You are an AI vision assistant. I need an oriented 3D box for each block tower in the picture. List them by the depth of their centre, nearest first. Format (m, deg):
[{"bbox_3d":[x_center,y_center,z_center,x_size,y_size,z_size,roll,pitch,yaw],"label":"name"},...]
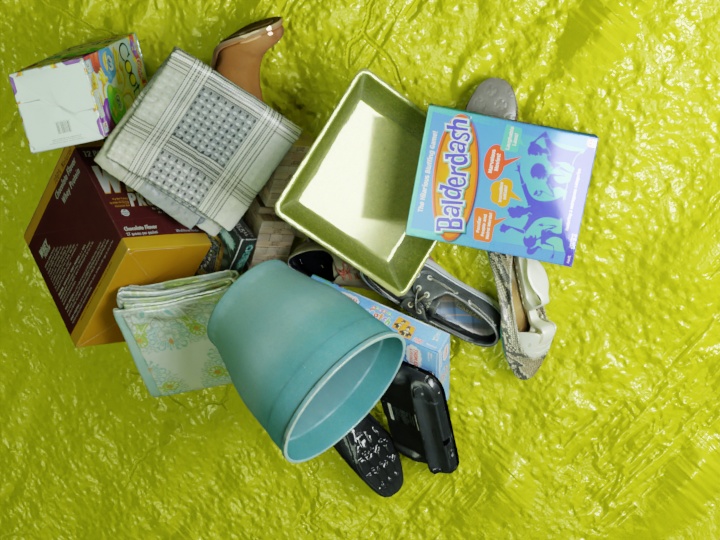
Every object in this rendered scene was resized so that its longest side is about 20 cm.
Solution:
[{"bbox_3d":[-0.110,-0.086,1.717,0.054,0.057,0.202,56,135,48],"label":"block tower"}]

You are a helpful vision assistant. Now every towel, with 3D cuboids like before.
[{"bbox_3d":[-0.202,-0.149,1.623,0.192,0.035,0.200,32,118,-19],"label":"towel"},{"bbox_3d":[-0.218,0.086,1.728,0.169,0.048,0.201,-9,136,5],"label":"towel"}]

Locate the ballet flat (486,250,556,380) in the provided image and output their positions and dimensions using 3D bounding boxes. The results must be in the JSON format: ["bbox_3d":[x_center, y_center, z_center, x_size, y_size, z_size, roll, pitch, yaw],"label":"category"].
[{"bbox_3d":[0.201,0.043,1.595,0.075,0.067,0.202,6,113,53],"label":"ballet flat"}]

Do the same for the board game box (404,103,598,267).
[{"bbox_3d":[0.161,-0.099,1.520,0.198,0.045,0.154,10,101,3],"label":"board game box"}]

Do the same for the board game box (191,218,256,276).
[{"bbox_3d":[-0.219,-0.057,1.770,0.200,0.028,0.136,52,129,31],"label":"board game box"}]

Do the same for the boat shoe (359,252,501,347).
[{"bbox_3d":[0.090,0.034,1.628,0.198,0.057,0.069,24,116,-4],"label":"boat shoe"}]

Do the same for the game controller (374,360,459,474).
[{"bbox_3d":[0.072,0.188,1.707,0.104,0.042,0.201,29,148,35],"label":"game controller"}]

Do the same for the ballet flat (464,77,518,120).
[{"bbox_3d":[0.150,-0.128,1.566,0.067,0.046,0.202,8,100,16],"label":"ballet flat"}]

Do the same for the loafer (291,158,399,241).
[{"bbox_3d":[-0.011,-0.092,1.658,0.200,0.076,0.068,-41,83,34],"label":"loafer"}]

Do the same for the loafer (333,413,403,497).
[{"bbox_3d":[-0.010,0.220,1.798,0.202,0.068,0.070,56,159,-5],"label":"loafer"}]

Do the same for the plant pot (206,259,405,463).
[{"bbox_3d":[-0.079,0.093,1.595,0.188,0.199,0.201,43,125,21],"label":"plant pot"}]

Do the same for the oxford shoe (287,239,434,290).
[{"bbox_3d":[0.000,0.000,1.689,0.198,0.075,0.071,5,110,26],"label":"oxford shoe"}]

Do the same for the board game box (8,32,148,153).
[{"bbox_3d":[-0.355,-0.233,1.704,0.104,0.200,0.104,-10,106,13],"label":"board game box"}]

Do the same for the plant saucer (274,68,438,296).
[{"bbox_3d":[0.019,-0.105,1.574,0.199,0.048,0.201,33,86,-21],"label":"plant saucer"}]

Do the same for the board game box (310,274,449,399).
[{"bbox_3d":[0.021,0.097,1.703,0.198,0.037,0.152,24,148,19],"label":"board game box"}]

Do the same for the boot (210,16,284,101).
[{"bbox_3d":[-0.141,-0.223,1.689,0.199,0.074,0.156,-25,103,35],"label":"boot"}]

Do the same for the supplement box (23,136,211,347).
[{"bbox_3d":[-0.332,-0.041,1.777,0.201,0.132,0.198,57,131,27],"label":"supplement box"}]
